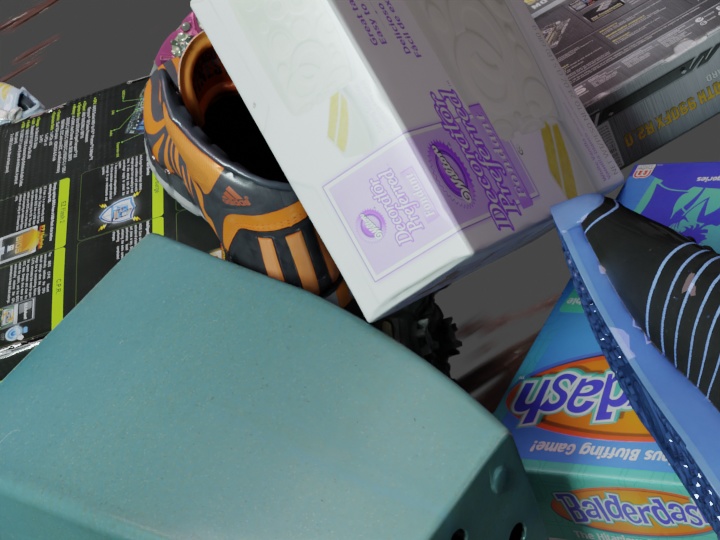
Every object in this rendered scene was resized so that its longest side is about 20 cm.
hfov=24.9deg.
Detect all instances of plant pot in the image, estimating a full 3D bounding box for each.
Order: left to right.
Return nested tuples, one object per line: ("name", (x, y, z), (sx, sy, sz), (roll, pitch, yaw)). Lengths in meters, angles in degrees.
("plant pot", (-0.033, 0.098, 0.648), (0.199, 0.142, 0.141), (14, 50, 39))

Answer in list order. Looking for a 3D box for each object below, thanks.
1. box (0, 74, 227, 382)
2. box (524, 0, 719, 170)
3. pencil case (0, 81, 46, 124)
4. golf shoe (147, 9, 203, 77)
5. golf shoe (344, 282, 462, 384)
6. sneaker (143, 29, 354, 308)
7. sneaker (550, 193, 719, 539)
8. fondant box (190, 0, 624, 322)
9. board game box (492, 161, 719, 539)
("box", (-0.130, -0.022, 0.836), (0.192, 0.048, 0.201), (-16, 40, 5))
("box", (0.153, -0.131, 0.916), (0.199, 0.049, 0.159), (-30, 31, -4))
("pencil case", (-0.280, -0.039, 1.075), (0.091, 0.083, 0.200), (-21, 25, 55))
("golf shoe", (-0.127, -0.095, 1.069), (0.199, 0.076, 0.091), (-36, -11, 13))
("golf shoe", (0.000, 0.000, 0.817), (0.094, 0.078, 0.201), (-16, 32, 18))
("sneaker", (-0.058, -0.072, 0.737), (0.077, 0.113, 0.200), (-25, 41, -12))
("sneaker", (0.136, 0.027, 0.605), (0.077, 0.070, 0.201), (-25, 40, 0))
("fondant box", (0.030, -0.073, 0.701), (0.058, 0.145, 0.200), (-31, -4, 29))
("board game box", (0.153, 0.030, 0.688), (0.151, 0.045, 0.200), (0, 42, 36))
